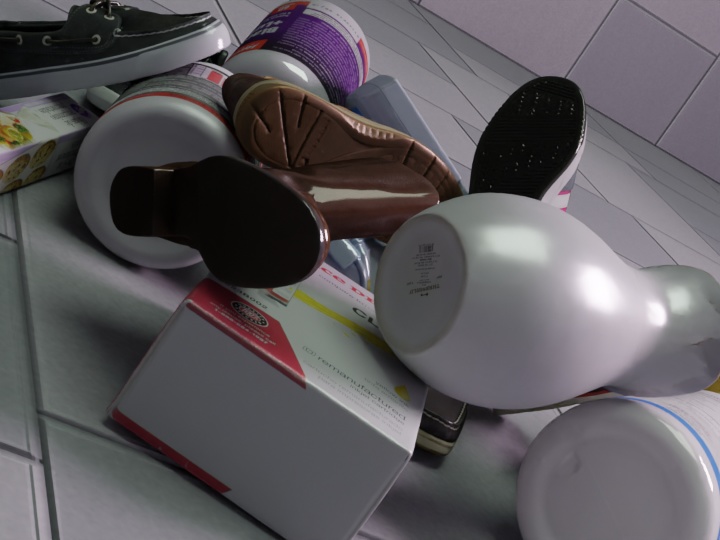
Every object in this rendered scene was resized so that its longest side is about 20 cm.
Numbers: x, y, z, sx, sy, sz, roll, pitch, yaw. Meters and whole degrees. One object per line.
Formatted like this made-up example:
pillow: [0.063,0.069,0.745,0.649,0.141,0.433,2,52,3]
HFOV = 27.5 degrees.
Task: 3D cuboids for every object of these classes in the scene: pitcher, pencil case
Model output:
pitcher: [0.093,0.028,0.878,0.199,0.122,0.171,12,-18,-38]
pencil case: [0.000,0.000,1.086,0.083,0.091,0.200,64,23,5]

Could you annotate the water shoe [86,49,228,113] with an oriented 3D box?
water shoe: [-0.173,-0.170,1.261,0.071,0.079,0.200,34,16,2]

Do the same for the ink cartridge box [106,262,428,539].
ink cartridge box: [-0.040,0.060,0.846,0.145,0.084,0.200,34,16,-2]

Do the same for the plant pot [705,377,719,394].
plant pot: [0.358,0.168,1.153,0.200,0.201,0.189,13,42,-51]

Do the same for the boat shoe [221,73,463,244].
boat shoe: [-0.012,-0.078,0.999,0.200,0.072,0.072,25,11,-35]

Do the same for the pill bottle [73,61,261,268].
pill bottle: [-0.126,-0.084,1.035,0.116,0.116,0.200,31,17,-8]

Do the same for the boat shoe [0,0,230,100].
boat shoe: [-0.191,-0.162,1.034,0.199,0.057,0.069,-8,20,14]

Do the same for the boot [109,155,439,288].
boot: [-0.013,-0.034,0.837,0.199,0.065,0.186,-1,14,-41]

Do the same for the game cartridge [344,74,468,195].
game cartridge: [0.035,-0.097,1.239,0.134,0.040,0.200,60,-4,2]

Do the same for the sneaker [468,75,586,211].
sneaker: [0.123,-0.030,1.065,0.083,0.201,0.121,14,-19,19]

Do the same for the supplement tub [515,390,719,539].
supplement tub: [0.198,0.147,0.975,0.132,0.132,0.200,41,17,24]

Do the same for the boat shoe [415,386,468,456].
boat shoe: [0.051,0.063,1.045,0.072,0.066,0.201,33,16,-6]

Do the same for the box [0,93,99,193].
box: [-0.228,-0.082,0.971,0.039,0.042,0.200,35,15,2]

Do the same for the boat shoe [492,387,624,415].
boat shoe: [0.161,0.066,1.061,0.071,0.063,0.200,-3,-7,-35]

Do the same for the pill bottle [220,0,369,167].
pill bottle: [-0.068,-0.152,1.275,0.111,0.112,0.200,33,33,-3]
